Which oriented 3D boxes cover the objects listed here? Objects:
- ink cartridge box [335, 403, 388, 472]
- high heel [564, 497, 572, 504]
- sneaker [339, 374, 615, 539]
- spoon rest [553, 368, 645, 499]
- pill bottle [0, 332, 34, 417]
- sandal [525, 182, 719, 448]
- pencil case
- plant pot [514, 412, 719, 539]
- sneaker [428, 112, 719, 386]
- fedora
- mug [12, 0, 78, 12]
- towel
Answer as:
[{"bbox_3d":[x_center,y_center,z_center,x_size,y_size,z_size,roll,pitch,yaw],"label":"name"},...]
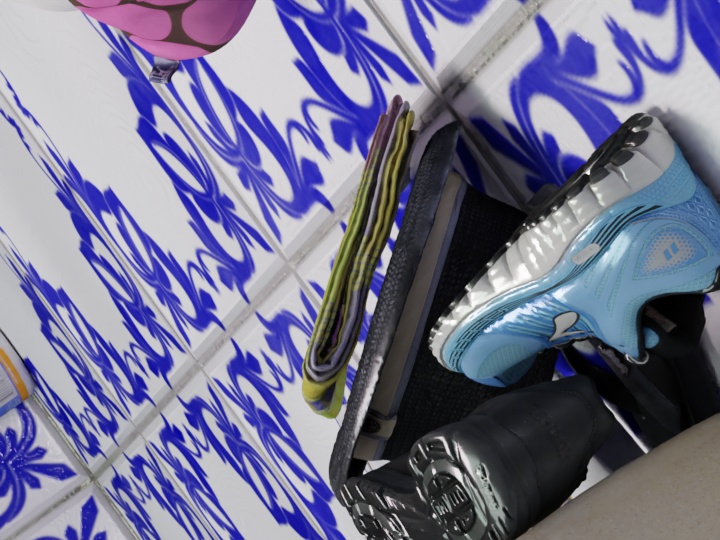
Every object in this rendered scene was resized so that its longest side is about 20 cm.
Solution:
[{"bbox_3d":[0.049,0.132,1.848,0.200,0.037,0.095,28,151,57],"label":"ink cartridge box"},{"bbox_3d":[0.110,0.179,1.658,0.143,0.071,0.200,64,-179,-14],"label":"high heel"},{"bbox_3d":[0.056,0.098,1.322,0.076,0.091,0.200,58,157,1],"label":"sneaker"},{"bbox_3d":[0.115,0.094,1.477,0.200,0.061,0.099,31,-179,44],"label":"spoon rest"},{"bbox_3d":[-0.473,0.147,3.301,0.112,0.200,0.112,50,166,17],"label":"pill bottle"},{"bbox_3d":[0.128,0.049,1.357,0.200,0.043,0.076,60,165,-24],"label":"sandal"},{"bbox_3d":[-0.130,-0.166,1.457,0.094,0.091,0.200,5,166,27],"label":"pencil case"},{"bbox_3d":[0.151,0.183,1.282,0.200,0.177,0.200,37,162,17],"label":"plant pot"},{"bbox_3d":[0.097,0.015,1.258,0.090,0.078,0.200,43,152,-1],"label":"sneaker"},{"bbox_3d":[0.051,0.030,1.424,0.091,0.201,0.201,17,163,0],"label":"fedora"},{"bbox_3d":[-0.195,-0.205,1.581,0.153,0.186,0.150,30,127,42],"label":"mug"},{"bbox_3d":[0.000,0.000,1.461,0.023,0.144,0.200,16,171,2],"label":"towel"}]
